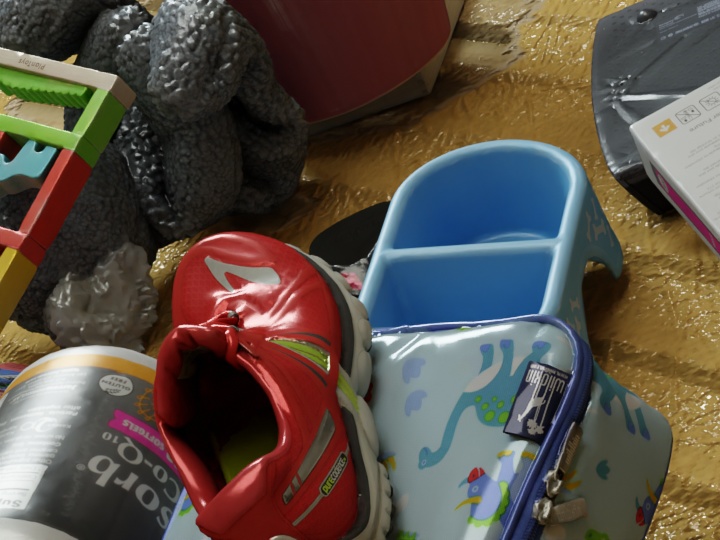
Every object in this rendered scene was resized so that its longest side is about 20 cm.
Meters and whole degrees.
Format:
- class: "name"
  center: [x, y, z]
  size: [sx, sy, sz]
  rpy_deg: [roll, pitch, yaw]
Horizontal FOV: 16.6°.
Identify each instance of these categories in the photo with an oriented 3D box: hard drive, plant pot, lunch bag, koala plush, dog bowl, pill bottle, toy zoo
- class: "hard drive"
  center: [0.186, -0.100, 1.259]
  size: [0.134, 0.042, 0.200]
  rpy_deg: [-22, 24, 14]
- class: "plant pot"
  center: [-0.039, -0.194, 1.462]
  size: [0.199, 0.179, 0.200]
  rpy_deg: [-22, 24, 10]
- class: "lunch bag"
  center: [0.013, 0.101, 0.940]
  size: [0.200, 0.082, 0.161]
  rpy_deg: [-1, 57, 48]
- class: "koala plush"
  center: [-0.142, -0.044, 1.391]
  size: [0.177, 0.184, 0.200]
  rpy_deg: [20, 68, 39]
- class: "dog bowl"
  center: [0.055, 0.009, 1.119]
  size: [0.111, 0.050, 0.200]
  rpy_deg: [-3, 35, 17]
- class: "pill bottle"
  center: [-0.129, 0.128, 1.032]
  size: [0.116, 0.117, 0.200]
  rpy_deg: [-18, 25, 22]
- class: "toy zoo"
  center: [-0.216, -0.026, 1.308]
  size: [0.131, 0.020, 0.200]
  rpy_deg: [15, 70, 38]

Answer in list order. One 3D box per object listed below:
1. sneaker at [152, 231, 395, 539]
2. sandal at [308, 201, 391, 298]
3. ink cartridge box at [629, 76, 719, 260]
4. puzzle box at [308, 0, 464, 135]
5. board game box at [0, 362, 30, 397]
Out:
- class: "sneaker"
  center: [-0.041, 0.038, 0.912]
  size: [0.077, 0.085, 0.200]
  rpy_deg: [-40, 35, 13]
- class: "sandal"
  center: [0.000, 0.000, 1.248]
  size: [0.075, 0.045, 0.200]
  rpy_deg: [-25, 23, 2]
- class: "ink cartridge box"
  center: [0.201, -0.028, 1.070]
  size: [0.094, 0.037, 0.200]
  rpy_deg: [-29, 36, -3]
- class: "puzzle box"
  center: [-0.002, -0.146, 1.584]
  size: [0.133, 0.025, 0.200]
  rpy_deg: [-18, 25, 20]
- class: "board game box"
  center: [-0.160, 0.072, 1.235]
  size: [0.103, 0.020, 0.200]
  rpy_deg: [-11, 12, -42]
